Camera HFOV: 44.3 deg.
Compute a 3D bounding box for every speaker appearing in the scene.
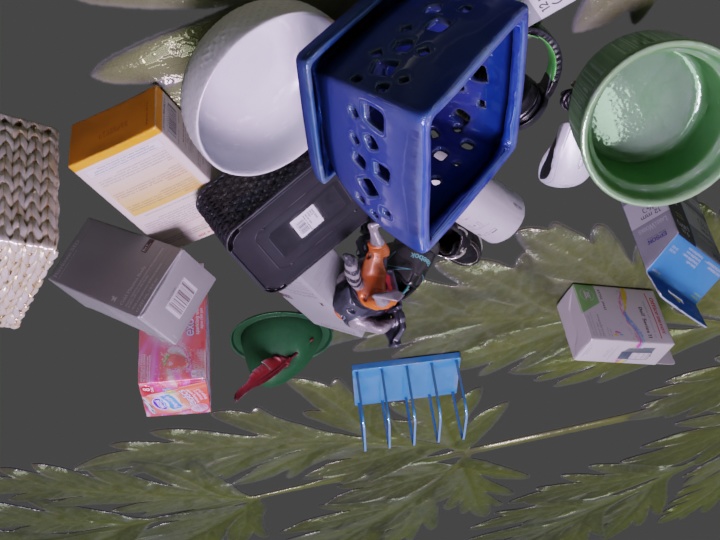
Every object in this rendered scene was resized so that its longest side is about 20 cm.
[{"bbox_3d":[0.130,-0.109,1.177,0.081,0.081,0.200,-34,137,32],"label":"speaker"}]

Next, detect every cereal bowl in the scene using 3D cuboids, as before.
[{"bbox_3d":[-0.111,-0.207,0.959,0.200,0.083,0.200,-30,145,-23],"label":"cereal bowl"}]

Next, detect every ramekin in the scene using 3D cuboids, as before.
[{"bbox_3d":[0.345,-0.186,1.047,0.199,0.098,0.201,-2,119,-4],"label":"ramekin"}]

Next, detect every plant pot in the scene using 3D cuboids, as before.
[{"bbox_3d":[0.048,-0.175,0.928,0.180,0.200,0.200,29,149,23],"label":"plant pot"}]

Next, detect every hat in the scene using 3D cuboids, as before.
[{"bbox_3d":[-0.134,0.179,1.438,0.199,0.176,0.166,9,141,-23],"label":"hat"}]

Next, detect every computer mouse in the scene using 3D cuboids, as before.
[{"bbox_3d":[0.293,-0.167,1.160,0.109,0.044,0.200,-2,144,-10],"label":"computer mouse"}]

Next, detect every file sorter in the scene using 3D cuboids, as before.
[{"bbox_3d":[0.091,0.247,1.628,0.199,0.123,0.139,-6,144,-2],"label":"file sorter"}]

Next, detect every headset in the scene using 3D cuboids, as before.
[{"bbox_3d":[0.164,-0.196,1.050,0.123,0.094,0.200,7,130,-21],"label":"headset"}]

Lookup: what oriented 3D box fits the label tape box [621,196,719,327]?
[{"bbox_3d":[0.436,-0.039,1.220,0.066,0.200,0.143,-35,137,31],"label":"label tape box"}]

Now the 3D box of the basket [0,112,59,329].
[{"bbox_3d":[-0.455,-0.062,1.029,0.160,0.200,0.198,10,141,-33],"label":"basket"}]

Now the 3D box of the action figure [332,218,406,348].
[{"bbox_3d":[0.000,0.000,1.170,0.104,0.201,0.194,-9,157,-19],"label":"action figure"}]

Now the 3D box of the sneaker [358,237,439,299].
[{"bbox_3d":[0.041,0.001,1.272,0.075,0.079,0.200,23,160,-16],"label":"sneaker"}]

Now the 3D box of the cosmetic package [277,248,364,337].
[{"bbox_3d":[-0.064,0.018,1.288,0.101,0.074,0.200,12,157,37],"label":"cosmetic package"}]

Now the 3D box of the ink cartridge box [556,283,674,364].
[{"bbox_3d":[0.445,0.092,1.488,0.199,0.117,0.067,5,140,-18],"label":"ink cartridge box"}]

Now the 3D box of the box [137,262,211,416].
[{"bbox_3d":[-0.267,0.098,1.279,0.094,0.200,0.103,-3,145,-8],"label":"box"}]

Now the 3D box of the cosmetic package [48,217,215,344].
[{"bbox_3d":[-0.300,0.011,1.155,0.200,0.107,0.090,16,159,33],"label":"cosmetic package"}]

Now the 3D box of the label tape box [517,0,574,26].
[{"bbox_3d":[0.147,-0.316,0.905,0.200,0.066,0.143,-28,140,23],"label":"label tape box"}]

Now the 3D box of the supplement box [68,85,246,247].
[{"bbox_3d":[-0.244,-0.119,1.090,0.126,0.074,0.200,-20,143,16],"label":"supplement box"}]

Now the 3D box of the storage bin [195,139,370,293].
[{"bbox_3d":[-0.082,-0.087,1.086,0.200,0.094,0.135,-40,142,-3],"label":"storage bin"}]

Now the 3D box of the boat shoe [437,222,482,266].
[{"bbox_3d":[0.123,-0.049,1.275,0.074,0.060,0.200,-23,142,18],"label":"boat shoe"}]
